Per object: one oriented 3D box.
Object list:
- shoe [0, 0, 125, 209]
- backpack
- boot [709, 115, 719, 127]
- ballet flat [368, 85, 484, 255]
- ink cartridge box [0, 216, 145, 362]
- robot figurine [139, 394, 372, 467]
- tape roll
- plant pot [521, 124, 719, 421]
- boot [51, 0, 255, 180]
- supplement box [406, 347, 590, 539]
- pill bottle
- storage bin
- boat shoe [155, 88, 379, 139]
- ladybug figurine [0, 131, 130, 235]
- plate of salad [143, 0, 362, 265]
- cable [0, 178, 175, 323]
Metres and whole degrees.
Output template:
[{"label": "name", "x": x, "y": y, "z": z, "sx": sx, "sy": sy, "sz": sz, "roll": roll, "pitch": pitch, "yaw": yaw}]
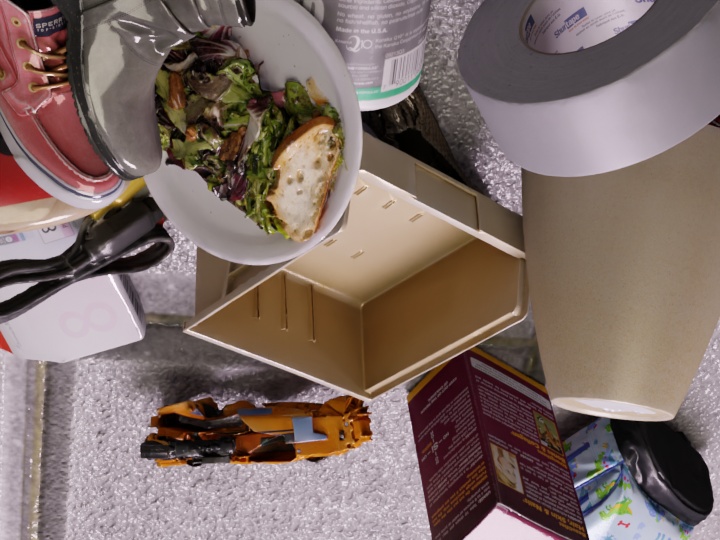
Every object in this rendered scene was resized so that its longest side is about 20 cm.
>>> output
[{"label": "shoe", "x": -0.220, "y": -0.143, "z": 1.056, "sx": 0.071, "sy": 0.201, "sz": 0.091, "roll": -27, "pitch": 171, "yaw": -33}, {"label": "backpack", "x": 0.217, "y": 0.232, "z": 1.440, "sx": 0.199, "sy": 0.155, "sz": 0.163, "roll": -24, "pitch": 135, "yaw": 27}, {"label": "boot", "x": 0.288, "y": -0.121, "z": 1.160, "sx": 0.072, "sy": 0.145, "sz": 0.201, "roll": 4, "pitch": 129, "yaw": -12}, {"label": "ballet flat", "x": 0.059, "y": -0.071, "z": 1.232, "sx": 0.067, "sy": 0.047, "sz": 0.201, "roll": -21, "pitch": 127, "yaw": 10}, {"label": "ink cartridge box", "x": -0.296, "y": 0.012, "z": 1.253, "sx": 0.198, "sy": 0.057, "sz": 0.164, "roll": -19, "pitch": 128, "yaw": 2}, {"label": "robot figurine", "x": -0.094, "y": 0.139, "z": 1.335, "sx": 0.198, "sy": 0.145, "sz": 0.059, "roll": -3, "pitch": 87, "yaw": 9}, {"label": "tape roll", "x": 0.167, "y": -0.156, "z": 1.028, "sx": 0.199, "sy": 0.201, "sz": 0.066, "roll": -26, "pitch": 125, "yaw": 13}, {"label": "plant pot", "x": 0.200, "y": 0.006, "z": 1.149, "sx": 0.185, "sy": 0.202, "sz": 0.187, "roll": 9, "pitch": 168, "yaw": 2}, {"label": "boot", "x": -0.128, "y": -0.157, "z": 1.007, "sx": 0.129, "sy": 0.068, "sz": 0.202, "roll": -6, "pitch": 116, "yaw": 14}, {"label": "supplement box", "x": 0.117, "y": 0.174, "z": 1.329, "sx": 0.110, "sy": 0.201, "sz": 0.086, "roll": 29, "pitch": 120, "yaw": -26}, {"label": "pill bottle", "x": -0.002, "y": -0.224, "z": 1.065, "sx": 0.112, "sy": 0.114, "sz": 0.202, "roll": 1, "pitch": 127, "yaw": -8}, {"label": "storage bin", "x": 0.000, "y": 0.000, "z": 1.194, "sx": 0.199, "sy": 0.095, "sz": 0.198, "roll": 24, "pitch": 140, "yaw": -37}, {"label": "boat shoe", "x": -0.082, "y": -0.102, "z": 1.177, "sx": 0.198, "sy": 0.072, "sz": 0.066, "roll": 13, "pitch": 129, "yaw": -15}, {"label": "ladybug figurine", "x": -0.265, "y": -0.081, "z": 1.131, "sx": 0.198, "sy": 0.136, "sz": 0.073, "roll": -5, "pitch": 120, "yaw": -1}, {"label": "plate of salad", "x": -0.089, "y": -0.100, "z": 1.075, "sx": 0.198, "sy": 0.048, "sz": 0.202, "roll": 9, "pitch": 108, "yaw": 29}, {"label": "cable", "x": -0.219, "y": -0.015, "z": 1.190, "sx": 0.199, "sy": 0.050, "sz": 0.098, "roll": -33, "pitch": 146, "yaw": -19}]
